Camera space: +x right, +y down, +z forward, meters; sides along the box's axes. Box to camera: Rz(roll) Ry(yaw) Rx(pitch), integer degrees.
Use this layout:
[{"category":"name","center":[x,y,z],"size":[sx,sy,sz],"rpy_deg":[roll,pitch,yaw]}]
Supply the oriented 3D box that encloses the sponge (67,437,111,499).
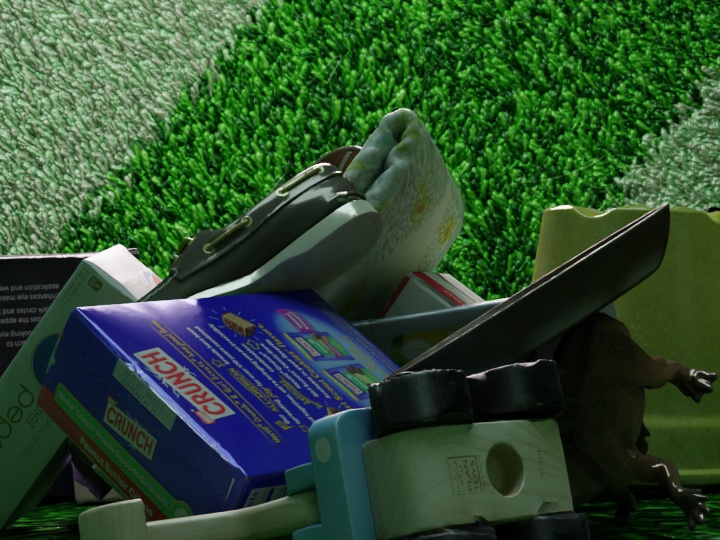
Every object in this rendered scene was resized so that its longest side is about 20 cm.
[{"category":"sponge","center":[-0.157,0.094,1.267],"size":[0.030,0.112,0.200],"rpy_deg":[38,-18,5]}]

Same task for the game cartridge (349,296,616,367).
[{"category":"game cartridge","center":[0.076,0.088,1.183],"size":[0.198,0.135,0.040],"rpy_deg":[-10,3,15]}]

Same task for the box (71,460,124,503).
[{"category":"box","center":[-0.126,0.136,1.407],"size":[0.198,0.083,0.068],"rpy_deg":[-3,0,27]}]

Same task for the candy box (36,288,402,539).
[{"category":"candy box","center":[-0.059,0.088,1.067],"size":[0.199,0.078,0.169],"rpy_deg":[-1,34,-48]}]

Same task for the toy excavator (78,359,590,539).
[{"category":"toy excavator","center":[-0.014,0.119,0.894],"size":[0.193,0.101,0.199],"rpy_deg":[0,-16,-41]}]

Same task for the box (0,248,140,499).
[{"category":"box","center":[-0.285,0.087,1.489],"size":[0.117,0.202,0.196],"rpy_deg":[-4,-1,45]}]

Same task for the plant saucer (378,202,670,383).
[{"category":"plant saucer","center":[0.100,0.026,1.051],"size":[0.199,0.032,0.200],"rpy_deg":[-32,-3,-2]}]

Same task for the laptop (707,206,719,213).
[{"category":"laptop","center":[0.266,0.053,1.547],"size":[0.199,0.116,0.187],"rpy_deg":[-37,-13,18]}]

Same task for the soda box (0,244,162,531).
[{"category":"soda box","center":[-0.208,0.081,1.251],"size":[0.064,0.201,0.068],"rpy_deg":[38,17,6]}]

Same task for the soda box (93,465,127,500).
[{"category":"soda box","center":[-0.112,0.122,1.222],"size":[0.068,0.064,0.200],"rpy_deg":[41,4,6]}]

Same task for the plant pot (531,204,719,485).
[{"category":"plant pot","center":[0.191,0.048,1.285],"size":[0.198,0.186,0.200],"rpy_deg":[2,1,0]}]

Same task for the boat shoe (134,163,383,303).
[{"category":"boat shoe","center":[-0.083,0.002,1.163],"size":[0.201,0.060,0.072],"rpy_deg":[-32,-28,-11]}]

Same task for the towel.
[{"category":"towel","center":[0.000,0.000,1.283],"size":[0.048,0.201,0.171],"rpy_deg":[31,-8,17]}]

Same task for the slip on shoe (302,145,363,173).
[{"category":"slip on shoe","center":[-0.032,0.000,1.373],"size":[0.076,0.201,0.060],"rpy_deg":[30,11,35]}]

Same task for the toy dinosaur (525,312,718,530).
[{"category":"toy dinosaur","center":[0.130,0.076,1.049],"size":[0.135,0.201,0.086],"rpy_deg":[36,-46,-18]}]

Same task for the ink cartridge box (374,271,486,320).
[{"category":"ink cartridge box","center":[0.041,0.083,1.322],"size":[0.083,0.147,0.200],"rpy_deg":[35,6,9]}]
